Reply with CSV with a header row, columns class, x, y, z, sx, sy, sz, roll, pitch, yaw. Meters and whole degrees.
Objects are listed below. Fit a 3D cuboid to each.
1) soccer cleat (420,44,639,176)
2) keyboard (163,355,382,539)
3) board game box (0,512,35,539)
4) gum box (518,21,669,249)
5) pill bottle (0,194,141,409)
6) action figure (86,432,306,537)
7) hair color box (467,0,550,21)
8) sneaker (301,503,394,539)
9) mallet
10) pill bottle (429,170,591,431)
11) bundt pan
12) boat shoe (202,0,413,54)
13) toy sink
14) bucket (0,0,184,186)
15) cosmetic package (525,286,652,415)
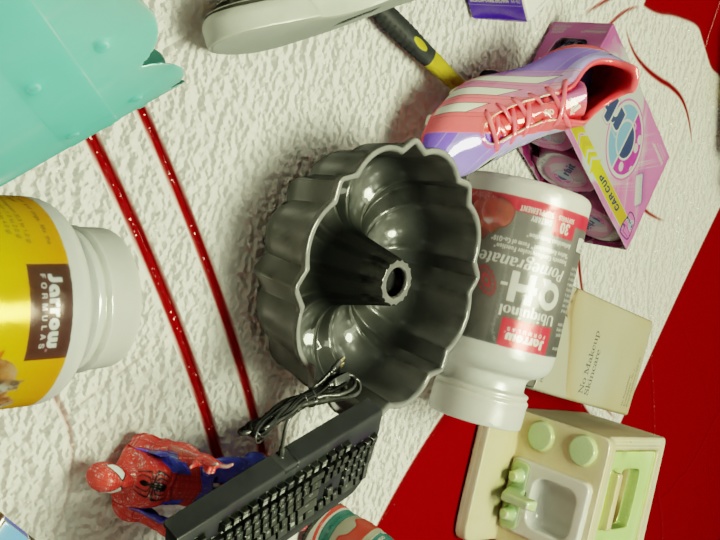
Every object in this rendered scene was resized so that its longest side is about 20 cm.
class,x,y,z,sx,sy,sz,roll,pitch,yaw
soccer cleat,0.132,-0.126,0.832,0.199,0.076,0.068,-29,119,-28
keyboard,-0.048,0.130,0.677,0.199,0.020,0.129,-25,131,-49
board game box,-0.192,0.189,0.551,0.097,0.158,0.201,-54,134,-23
gum box,0.214,-0.127,0.992,0.114,0.066,0.200,-60,137,-20
pill bottle,-0.210,0.017,0.520,0.199,0.108,0.111,-2,102,-48
action figure,-0.087,0.151,0.710,0.199,0.098,0.066,18,87,-47
hair color box,0.115,-0.312,0.834,0.109,0.064,0.202,-45,132,-30
sneaker,0.014,0.286,0.860,0.070,0.093,0.202,-33,123,-38
mallet,0.054,-0.154,0.833,0.199,0.041,0.067,24,85,-44
pill bottle,0.119,0.026,0.895,0.110,0.110,0.203,13,90,-49
bundt pan,0.000,0.000,0.776,0.200,0.075,0.205,-19,117,-43
boat shoe,-0.028,-0.194,0.706,0.199,0.070,0.064,-27,98,-37
toy sink,0.203,0.212,1.040,0.199,0.111,0.132,13,91,-49
bucket,-0.181,-0.125,0.432,0.134,0.207,0.208,-34,129,-5
cosmetic package,0.200,0.072,1.030,0.199,0.072,0.105,18,87,-50
